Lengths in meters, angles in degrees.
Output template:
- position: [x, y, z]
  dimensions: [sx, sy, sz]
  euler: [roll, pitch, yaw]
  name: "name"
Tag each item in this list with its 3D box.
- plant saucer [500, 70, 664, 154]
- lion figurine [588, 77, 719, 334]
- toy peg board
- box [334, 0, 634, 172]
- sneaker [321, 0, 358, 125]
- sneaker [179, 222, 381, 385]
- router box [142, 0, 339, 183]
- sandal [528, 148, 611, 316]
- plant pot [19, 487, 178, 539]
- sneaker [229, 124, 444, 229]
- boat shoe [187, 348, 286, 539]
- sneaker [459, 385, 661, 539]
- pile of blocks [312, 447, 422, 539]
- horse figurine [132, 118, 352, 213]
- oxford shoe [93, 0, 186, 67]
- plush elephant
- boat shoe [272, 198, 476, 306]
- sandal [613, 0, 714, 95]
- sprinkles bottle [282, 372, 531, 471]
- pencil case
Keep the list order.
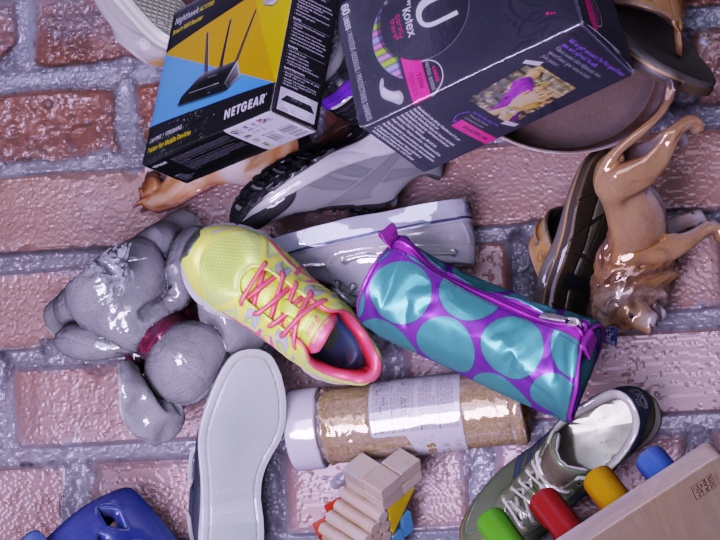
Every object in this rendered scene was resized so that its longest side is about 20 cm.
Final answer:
- position: [0.168, -0.178, 1.753]
  dimensions: [0.200, 0.035, 0.201]
  euler: [0, 64, 0]
  name: "plant saucer"
- position: [0.223, -0.047, 1.680]
  dimensions: [0.122, 0.072, 0.200]
  euler: [-24, 118, -8]
  name: "lion figurine"
- position: [0.195, 0.224, 1.617]
  dimensions: [0.199, 0.200, 0.098]
  euler: [-33, 43, -4]
  name: "toy peg board"
- position: [0.096, -0.182, 1.656]
  dimensions: [0.200, 0.106, 0.123]
  euler: [-25, 61, 21]
  name: "box"
- position: [-0.012, -0.195, 1.789]
  dimensions: [0.069, 0.099, 0.200]
  euler: [-30, 34, 28]
  name: "sneaker"
- position: [-0.055, 0.029, 1.670]
  dimensions: [0.200, 0.090, 0.078]
  euler: [34, 86, -27]
  name: "sneaker"
- position: [-0.098, -0.166, 1.722]
  dimensions: [0.200, 0.051, 0.150]
  euler: [-17, 57, 52]
  name: "router box"
- position: [0.167, -0.009, 1.730]
  dimensions: [0.054, 0.082, 0.201]
  euler: [17, 90, 37]
  name: "sandal"
- position: [-0.229, 0.315, 1.663]
  dimensions: [0.200, 0.180, 0.200]
  euler: [-47, 73, 18]
  name: "plant pot"
- position: [-0.016, -0.073, 1.751]
  dimensions: [0.200, 0.074, 0.080]
  euler: [-25, 106, -13]
  name: "sneaker"
- position: [-0.109, 0.156, 1.722]
  dimensions: [0.075, 0.060, 0.201]
  euler: [7, 100, -22]
  name: "boat shoe"
- position: [0.154, 0.160, 1.678]
  dimensions: [0.200, 0.090, 0.067]
  euler: [-40, 74, 2]
  name: "sneaker"
- position: [-0.012, 0.233, 1.713]
  dimensions: [0.062, 0.082, 0.200]
  euler: [29, 91, 39]
  name: "pile of blocks"
- position: [-0.099, -0.112, 1.813]
  dimensions: [0.199, 0.050, 0.133]
  euler: [4, 74, 16]
  name: "horse figurine"
- position: [-0.219, -0.256, 1.865]
  dimensions: [0.200, 0.075, 0.058]
  euler: [51, 137, 18]
  name: "oxford shoe"
- position: [-0.165, 0.050, 1.745]
  dimensions: [0.165, 0.200, 0.155]
  euler: [-36, 92, -4]
  name: "plush elephant"
- position: [0.001, 0.000, 1.762]
  dimensions: [0.201, 0.075, 0.086]
  euler: [-11, 85, 2]
  name: "boat shoe"
- position: [0.230, -0.226, 1.705]
  dimensions: [0.055, 0.082, 0.200]
  euler: [-51, 51, 40]
  name: "sandal"
- position: [0.039, 0.121, 1.724]
  dimensions: [0.199, 0.068, 0.068]
  euler: [-8, 77, 11]
  name: "sprinkles bottle"
- position: [0.097, 0.042, 1.658]
  dimensions: [0.200, 0.085, 0.093]
  euler: [23, 129, 18]
  name: "pencil case"
